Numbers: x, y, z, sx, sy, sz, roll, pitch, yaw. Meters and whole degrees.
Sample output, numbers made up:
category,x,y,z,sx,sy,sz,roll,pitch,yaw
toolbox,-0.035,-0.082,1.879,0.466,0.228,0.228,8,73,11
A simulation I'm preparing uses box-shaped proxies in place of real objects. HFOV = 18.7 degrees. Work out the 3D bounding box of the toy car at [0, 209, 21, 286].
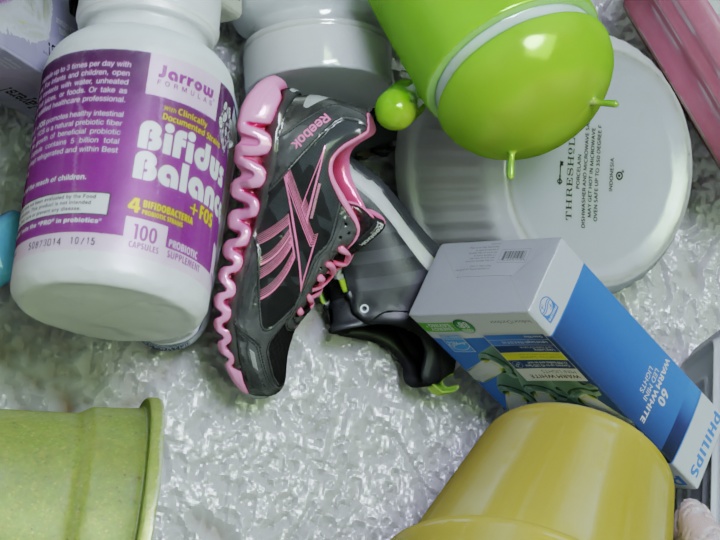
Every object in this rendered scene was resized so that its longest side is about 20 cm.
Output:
category,x,y,z,sx,sy,sz,roll,pitch,yaw
toy car,-0.281,-0.041,1.176,0.177,0.200,0.185,-35,96,-6

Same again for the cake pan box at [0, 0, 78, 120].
category,x,y,z,sx,sy,sz,roll,pitch,yaw
cake pan box,-0.203,-0.192,1.304,0.200,0.052,0.185,34,52,-65

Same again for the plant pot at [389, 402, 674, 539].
category,x,y,z,sx,sy,sz,roll,pitch,yaw
plant pot,0.110,0.190,1.335,0.201,0.201,0.189,36,49,-13

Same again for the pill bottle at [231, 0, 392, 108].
category,x,y,z,sx,sy,sz,roll,pitch,yaw
pill bottle,-0.031,-0.209,1.417,0.114,0.114,0.200,4,74,-25

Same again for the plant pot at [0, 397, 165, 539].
category,x,y,z,sx,sy,sz,roll,pitch,yaw
plant pot,-0.218,0.151,1.193,0.184,0.200,0.201,11,70,-11

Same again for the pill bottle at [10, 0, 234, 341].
category,x,y,z,sx,sy,sz,roll,pitch,yaw
pill bottle,-0.130,-0.069,1.238,0.112,0.112,0.200,14,69,-22

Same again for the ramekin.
category,x,y,z,sx,sy,sz,roll,pitch,yaw
ramekin,0.130,-0.069,1.436,0.202,0.094,0.203,-2,93,-33

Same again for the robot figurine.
category,x,y,z,sx,sy,sz,roll,pitch,yaw
robot figurine,0.076,-0.152,1.318,0.200,0.175,0.116,61,13,27

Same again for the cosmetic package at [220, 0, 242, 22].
category,x,y,z,sx,sy,sz,roll,pitch,yaw
cosmetic package,-0.144,-0.218,1.300,0.200,0.071,0.105,28,56,-67

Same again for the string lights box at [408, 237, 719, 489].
category,x,y,z,sx,sy,sz,roll,pitch,yaw
string lights box,0.134,0.061,1.389,0.200,0.103,0.059,45,59,-33

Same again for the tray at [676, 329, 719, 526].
category,x,y,z,sx,sy,sz,roll,pitch,yaw
tray,0.232,0.132,1.454,0.022,0.107,0.200,7,72,-10

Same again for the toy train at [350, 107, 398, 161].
category,x,y,z,sx,sy,sz,roll,pitch,yaw
toy train,0.045,-0.103,1.463,0.200,0.046,0.034,-18,102,-31

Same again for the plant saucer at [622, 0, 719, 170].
category,x,y,z,sx,sy,sz,roll,pitch,yaw
plant saucer,0.240,-0.132,1.507,0.051,0.201,0.201,-32,91,9

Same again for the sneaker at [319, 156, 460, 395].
category,x,y,z,sx,sy,sz,roll,pitch,yaw
sneaker,0.000,0.000,1.396,0.200,0.072,0.083,42,63,-9

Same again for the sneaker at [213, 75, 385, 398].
category,x,y,z,sx,sy,sz,roll,pitch,yaw
sneaker,-0.035,-0.016,1.340,0.095,0.079,0.200,8,99,7

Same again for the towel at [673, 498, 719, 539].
category,x,y,z,sx,sy,sz,roll,pitch,yaw
towel,0.205,0.255,1.320,0.032,0.200,0.191,6,100,-4

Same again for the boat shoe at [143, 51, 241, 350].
category,x,y,z,sx,sy,sz,roll,pitch,yaw
boat shoe,-0.116,-0.057,1.339,0.074,0.086,0.202,6,74,1
